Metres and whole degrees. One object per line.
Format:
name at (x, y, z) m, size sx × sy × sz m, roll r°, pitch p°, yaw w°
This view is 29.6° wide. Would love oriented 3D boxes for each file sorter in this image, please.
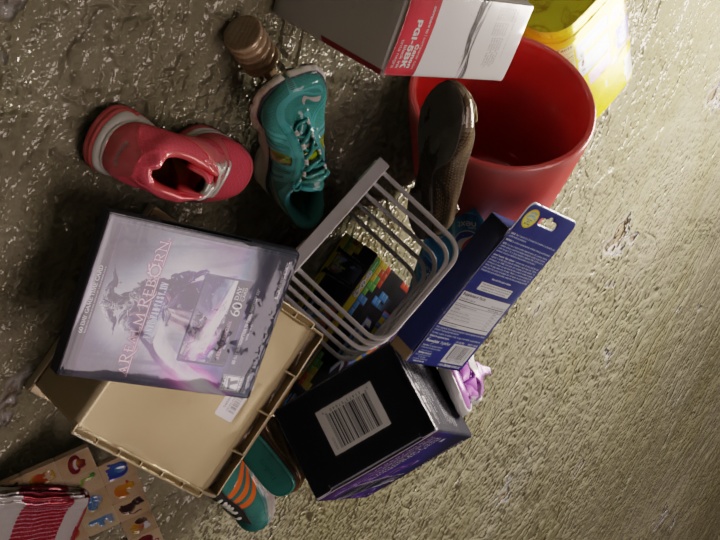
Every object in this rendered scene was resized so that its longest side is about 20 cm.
file sorter at (0.000, 0.000, 1.353) m, size 0.139 × 0.124 × 0.200 m, roll -49°, pitch -178°, yaw -14°

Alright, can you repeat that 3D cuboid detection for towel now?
towel at (-0.350, 0.260, 1.235) m, size 0.198 × 0.023 × 0.145 m, roll 7°, pitch 114°, yaw -42°

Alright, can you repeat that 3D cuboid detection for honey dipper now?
honey dipper at (-0.074, -0.169, 1.271) m, size 0.038 × 0.038 × 0.200 m, roll -52°, pitch 153°, yaw -8°

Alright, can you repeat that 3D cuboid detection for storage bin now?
storage bin at (-0.163, 0.082, 1.262) m, size 0.198 × 0.093 × 0.201 m, roll 37°, pitch 86°, yaw -43°

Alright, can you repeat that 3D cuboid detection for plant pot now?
plant pot at (0.141, -0.125, 1.475) m, size 0.200 × 0.200 × 0.178 m, roll -37°, pitch 154°, yaw -29°

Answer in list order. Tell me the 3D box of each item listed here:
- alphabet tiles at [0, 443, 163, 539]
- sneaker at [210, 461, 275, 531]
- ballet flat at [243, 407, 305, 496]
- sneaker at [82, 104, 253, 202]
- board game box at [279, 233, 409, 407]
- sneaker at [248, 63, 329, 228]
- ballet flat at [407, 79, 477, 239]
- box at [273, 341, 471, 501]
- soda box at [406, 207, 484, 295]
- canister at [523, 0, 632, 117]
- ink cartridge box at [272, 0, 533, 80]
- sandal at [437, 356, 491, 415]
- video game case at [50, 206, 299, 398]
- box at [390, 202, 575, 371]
alphabet tiles at (-0.286, 0.245, 1.315) m, size 0.165 × 0.008 × 0.201 m, roll -23°, pitch 139°, yaw -13°
sneaker at (-0.151, 0.225, 1.489) m, size 0.080 × 0.071 × 0.202 m, roll -37°, pitch 136°, yaw -28°
ballet flat at (-0.120, 0.141, 1.402) m, size 0.068 × 0.200 × 0.073 m, roll -33°, pitch -166°, yaw 30°
sneaker at (-0.150, -0.082, 1.186) m, size 0.199 × 0.086 × 0.074 m, roll 7°, pitch 114°, yaw -57°
board game box at (-0.025, 0.080, 1.543) m, size 0.201 × 0.056 × 0.165 m, roll -55°, pitch 148°, yaw -4°
sneaker at (-0.053, -0.114, 1.256) m, size 0.077 × 0.080 × 0.201 m, roll -24°, pitch 152°, yaw -14°
ballet flat at (0.084, -0.106, 1.318) m, size 0.046 × 0.068 × 0.201 m, roll -16°, pitch 143°, yaw -21°
box at (0.018, 0.162, 1.438) m, size 0.147 × 0.105 × 0.200 m, roll -31°, pitch 165°, yaw 10°
soda box at (0.098, 0.017, 1.479) m, size 0.067 × 0.064 × 0.201 m, roll -28°, pitch 159°, yaw -19°
canister at (0.251, -0.268, 1.588) m, size 0.149 × 0.086 × 0.201 m, roll -47°, pitch 149°, yaw -15°
ink cartridge box at (0.042, -0.241, 1.255) m, size 0.199 × 0.146 × 0.084 m, roll -7°, pitch 124°, yaw -51°
sandal at (0.119, 0.112, 1.519) m, size 0.049 × 0.083 × 0.203 m, roll -26°, pitch 175°, yaw 7°
video game case at (-0.155, 0.033, 1.170) m, size 0.198 × 0.019 × 0.144 m, roll 11°, pitch 104°, yaw -41°
box at (0.125, 0.012, 1.362) m, size 0.201 × 0.032 × 0.121 m, roll -51°, pitch 151°, yaw 14°
